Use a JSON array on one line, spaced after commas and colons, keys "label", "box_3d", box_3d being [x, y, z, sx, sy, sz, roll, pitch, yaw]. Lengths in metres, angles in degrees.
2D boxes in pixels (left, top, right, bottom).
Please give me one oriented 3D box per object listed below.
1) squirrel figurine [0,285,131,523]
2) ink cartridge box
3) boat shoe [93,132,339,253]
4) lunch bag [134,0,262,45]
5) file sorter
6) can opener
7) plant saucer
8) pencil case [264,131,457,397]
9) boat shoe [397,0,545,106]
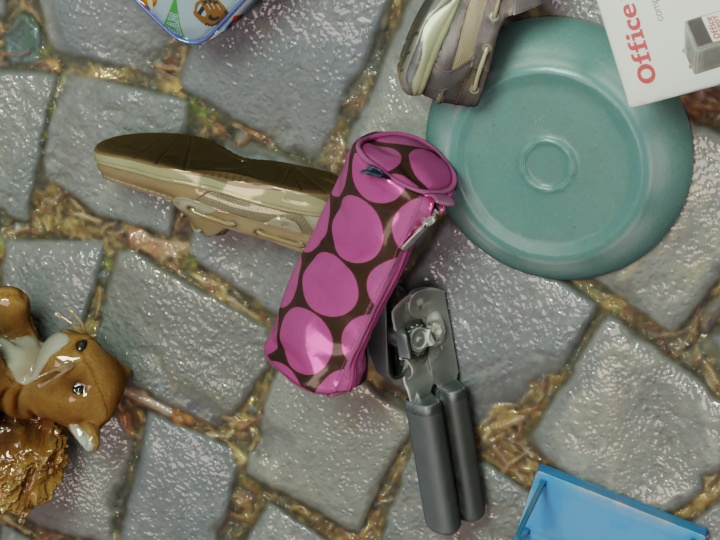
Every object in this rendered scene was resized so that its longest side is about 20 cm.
[{"label": "squirrel figurine", "box_3d": [-0.282, 0.102, 1.590, 0.186, 0.142, 0.201, 9, 129, 5]}, {"label": "ink cartridge box", "box_3d": [0.252, -0.205, 1.275, 0.199, 0.083, 0.147, -15, 105, 19]}, {"label": "boat shoe", "box_3d": [-0.111, -0.055, 1.480, 0.199, 0.071, 0.065, 14, 116, 11]}, {"label": "lunch bag", "box_3d": [-0.105, -0.272, 1.382, 0.160, 0.076, 0.200, 46, 119, 0]}, {"label": "file sorter", "box_3d": [0.161, 0.282, 1.494, 0.138, 0.123, 0.201, 21, 117, 11]}, {"label": "can opener", "box_3d": [0.049, 0.104, 1.511, 0.067, 0.053, 0.201, 15, 121, 49]}, {"label": "plant saucer", "box_3d": [0.138, -0.081, 1.402, 0.199, 0.036, 0.201, 7, 114, 16]}, {"label": "pencil case", "box_3d": [0.000, 0.000, 1.426, 0.094, 0.091, 0.201, 42, 124, 29]}, {"label": "boat shoe", "box_3d": [0.093, -0.205, 1.350, 0.073, 0.075, 0.201, 22, 111, -9]}]
